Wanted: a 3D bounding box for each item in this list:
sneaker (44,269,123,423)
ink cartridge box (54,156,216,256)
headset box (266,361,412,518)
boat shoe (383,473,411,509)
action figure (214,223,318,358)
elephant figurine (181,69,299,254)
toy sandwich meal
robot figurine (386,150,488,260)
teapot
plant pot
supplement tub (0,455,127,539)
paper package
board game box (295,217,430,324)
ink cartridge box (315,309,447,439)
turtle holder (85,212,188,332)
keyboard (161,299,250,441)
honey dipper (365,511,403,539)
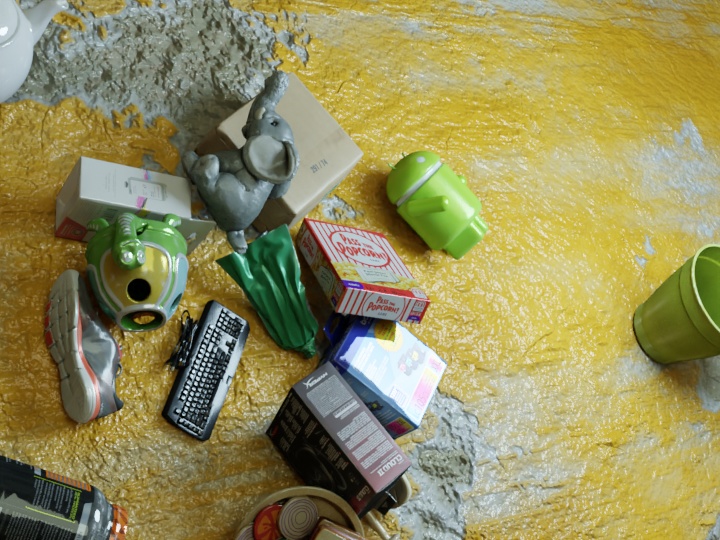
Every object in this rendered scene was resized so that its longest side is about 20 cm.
[{"bbox_3d":[-0.355,0.099,1.358,0.081,0.077,0.203,1,73,-48],"label":"sneaker"},{"bbox_3d":[-0.311,-0.084,1.445,0.198,0.116,0.068,11,60,-30],"label":"ink cartridge box"},{"bbox_3d":[-0.027,0.249,1.413,0.077,0.149,0.200,-32,73,-34],"label":"headset box"},{"bbox_3d":[0.007,0.258,1.519,0.201,0.072,0.065,52,8,15],"label":"boat shoe"},{"bbox_3d":[-0.117,0.043,1.533,0.055,0.117,0.202,-86,150,-75],"label":"action figure"},{"bbox_3d":[-0.143,-0.158,1.473,0.199,0.142,0.156,-32,127,-10],"label":"elephant figurine"},{"bbox_3d":[-0.070,0.380,1.342,0.202,0.070,0.208,-2,98,-16],"label":"toy sandwich meal"},{"bbox_3d":[0.125,-0.117,1.758,0.200,0.116,0.176,47,27,-2],"label":"robot figurine"},{"bbox_3d":[-0.533,-0.327,1.404,0.196,0.146,0.202,31,53,-17],"label":"teapot"},{"bbox_3d":[0.623,0.084,1.941,0.198,0.193,0.203,15,58,-26],"label":"plant pot"},{"bbox_3d":[-0.378,0.292,1.196,0.198,0.122,0.124,25,54,-21],"label":"supplement tub"},{"bbox_3d":[-0.127,-0.179,1.630,0.191,0.103,0.200,48,49,-5],"label":"paper package"},{"bbox_3d":[0.000,0.000,1.595,0.150,0.047,0.201,10,28,-30],"label":"board game box"},{"bbox_3d":[0.019,0.141,1.580,0.199,0.076,0.137,38,51,-10],"label":"ink cartridge box"},{"bbox_3d":[-0.287,-0.001,1.370,0.139,0.185,0.133,7,61,-32],"label":"turtle holder"},{"bbox_3d":[-0.218,0.128,1.447,0.103,0.040,0.202,30,52,-19],"label":"keyboard"},{"bbox_3d":[0.008,0.344,1.492,0.038,0.038,0.201,-31,82,-40],"label":"honey dipper"}]
